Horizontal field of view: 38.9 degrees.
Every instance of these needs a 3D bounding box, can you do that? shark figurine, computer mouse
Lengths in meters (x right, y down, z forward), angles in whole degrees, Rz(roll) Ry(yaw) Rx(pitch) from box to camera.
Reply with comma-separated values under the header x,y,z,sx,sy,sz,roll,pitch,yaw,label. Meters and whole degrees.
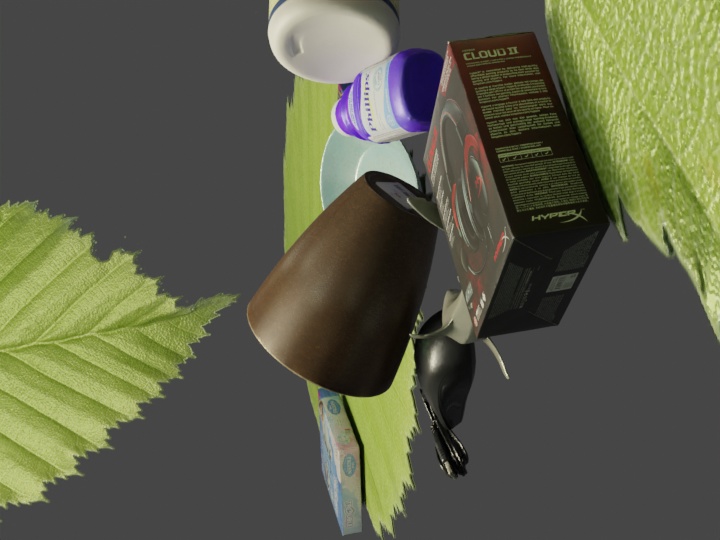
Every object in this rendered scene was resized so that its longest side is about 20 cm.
x,y,z,sx,sy,sz,roll,pitch,yaw,label
0.083,0.029,0.931,0.215,0.088,0.129,81,172,-60,shark figurine
0.086,0.125,1.123,0.139,0.052,0.202,-107,14,-45,computer mouse

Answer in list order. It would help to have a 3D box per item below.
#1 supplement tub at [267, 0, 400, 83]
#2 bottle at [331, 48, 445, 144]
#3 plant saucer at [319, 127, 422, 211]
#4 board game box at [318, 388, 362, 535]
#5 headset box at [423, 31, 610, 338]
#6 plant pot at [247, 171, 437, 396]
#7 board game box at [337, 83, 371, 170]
x,y,z,sx,sy,sz,roll,pitch,yaw,label
-0.029,-0.327,1.126,0.145,0.143,0.202,105,166,-64,supplement tub
0.026,-0.179,1.090,0.200,0.065,0.085,180,83,-66,bottle
0.022,-0.089,1.234,0.200,0.038,0.204,23,119,48,plant saucer
-0.041,0.362,1.955,0.199,0.043,0.202,-119,24,-60,board game box
0.110,-0.073,0.793,0.149,0.074,0.202,99,160,-59,headset box
0.000,0.000,1.121,0.201,0.185,0.187,-61,26,22,plant pot
0.004,-0.128,1.407,0.202,0.043,0.200,93,164,-44,board game box
